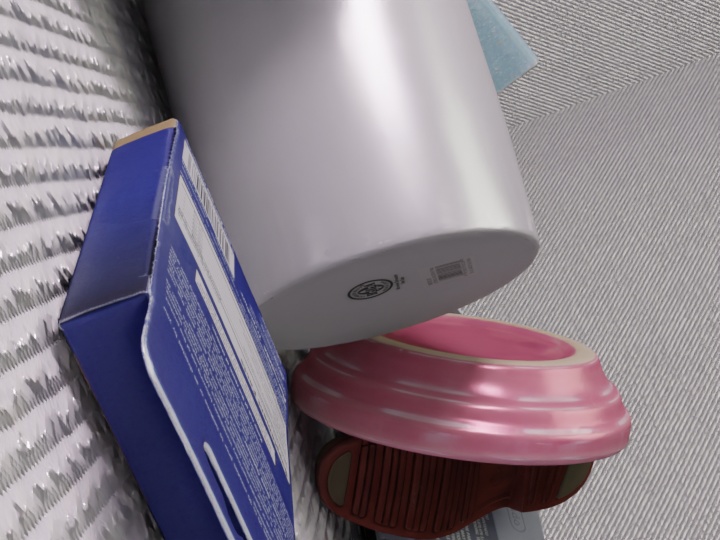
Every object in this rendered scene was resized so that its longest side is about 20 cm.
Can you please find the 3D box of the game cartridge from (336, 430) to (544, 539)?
[{"bbox_3d":[0.053,0.147,0.816,0.133,0.042,0.201,23,34,-27],"label":"game cartridge"}]

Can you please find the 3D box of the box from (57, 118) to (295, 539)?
[{"bbox_3d":[-0.054,0.036,0.417,0.200,0.032,0.122,-106,176,-67],"label":"box"}]

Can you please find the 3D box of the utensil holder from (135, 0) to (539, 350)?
[{"bbox_3d":[-0.014,-0.079,0.647,0.170,0.169,0.201,61,13,-73],"label":"utensil holder"}]

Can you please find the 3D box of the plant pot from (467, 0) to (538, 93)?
[{"bbox_3d":[-0.017,-0.181,0.966,0.200,0.195,0.196,55,-1,-8],"label":"plant pot"}]

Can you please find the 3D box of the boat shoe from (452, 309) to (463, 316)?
[{"bbox_3d":[-0.002,0.001,0.839,0.199,0.074,0.068,25,39,-43],"label":"boat shoe"}]

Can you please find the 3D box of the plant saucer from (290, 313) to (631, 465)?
[{"bbox_3d":[0.060,0.062,0.747,0.201,0.199,0.051,-84,-179,-83],"label":"plant saucer"}]

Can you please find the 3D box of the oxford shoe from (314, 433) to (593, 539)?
[{"bbox_3d":[0.048,0.115,0.781,0.075,0.199,0.071,29,-70,52],"label":"oxford shoe"}]
